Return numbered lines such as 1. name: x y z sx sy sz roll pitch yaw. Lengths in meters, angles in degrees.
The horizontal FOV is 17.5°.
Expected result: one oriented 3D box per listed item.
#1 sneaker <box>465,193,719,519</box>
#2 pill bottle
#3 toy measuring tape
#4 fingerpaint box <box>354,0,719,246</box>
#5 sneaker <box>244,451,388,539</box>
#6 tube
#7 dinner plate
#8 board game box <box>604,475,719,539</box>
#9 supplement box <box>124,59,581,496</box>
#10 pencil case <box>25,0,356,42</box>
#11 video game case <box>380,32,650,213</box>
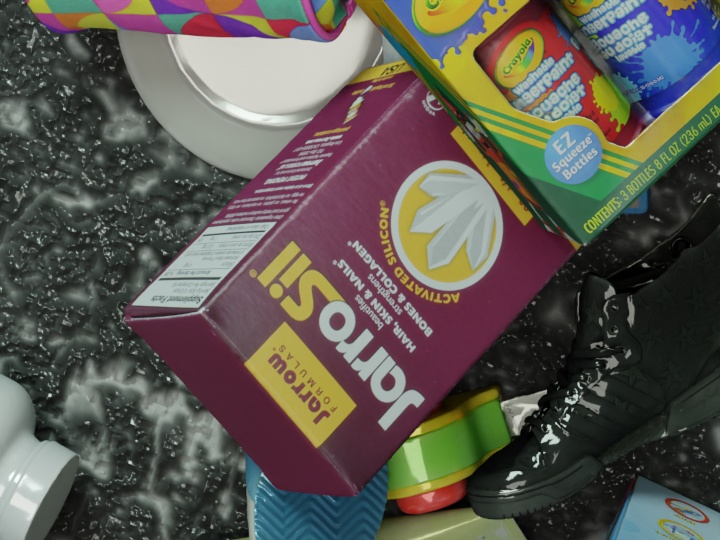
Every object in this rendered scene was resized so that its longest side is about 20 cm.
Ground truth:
1. sneaker: 0.132 0.047 1.257 0.199 0.060 0.105 -25 106 -13
2. pill bottle: -0.265 0.092 1.352 0.199 0.111 0.111 27 105 7
3. toy measuring tape: 0.068 0.090 1.301 0.199 0.074 0.074 -15 97 15
4. fingerpaint box: 0.122 -0.142 1.151 0.200 0.073 0.167 -42 106 -4
5. sneaker: -0.032 0.086 1.290 0.076 0.081 0.201 3 76 -16
6. tube: -0.002 0.167 1.336 0.199 0.058 0.052 -11 97 14
7. dinner plate: -0.045 -0.147 1.307 0.199 0.024 0.201 2 100 11
8. board game box: 0.213 0.198 1.224 0.199 0.196 0.056 25 105 7
9. supplement box: 0.000 0.000 1.208 0.200 0.103 0.131 -48 109 -21
10. pencil case: -0.090 -0.165 1.250 0.199 0.088 0.089 6 102 33
11. video game case: 0.082 -0.123 1.254 0.142 0.018 0.201 2 119 12
